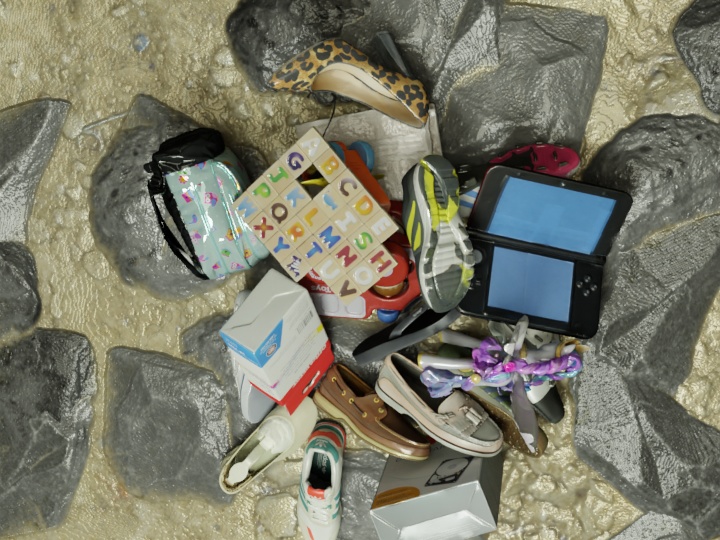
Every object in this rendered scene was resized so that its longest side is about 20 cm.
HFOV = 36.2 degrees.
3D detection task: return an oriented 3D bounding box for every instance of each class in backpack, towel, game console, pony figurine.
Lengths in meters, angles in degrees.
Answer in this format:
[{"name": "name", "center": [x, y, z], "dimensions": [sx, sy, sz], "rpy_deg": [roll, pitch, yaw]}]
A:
[{"name": "backpack", "center": [-0.204, -0.088, 1.509], "dimensions": [0.126, 0.167, 0.201], "rpy_deg": [-18, 105, 9]}, {"name": "towel", "center": [0.016, -0.153, 1.509], "dimensions": [0.199, 0.034, 0.133], "rpy_deg": [-9, 101, 13]}, {"name": "game console", "center": [0.236, -0.021, 1.427], "dimensions": [0.199, 0.119, 0.173], "rpy_deg": [12, 70, -6]}, {"name": "pony figurine", "center": [0.180, 0.123, 1.400], "dimensions": [0.199, 0.193, 0.168], "rpy_deg": [0, 107, 22]}]

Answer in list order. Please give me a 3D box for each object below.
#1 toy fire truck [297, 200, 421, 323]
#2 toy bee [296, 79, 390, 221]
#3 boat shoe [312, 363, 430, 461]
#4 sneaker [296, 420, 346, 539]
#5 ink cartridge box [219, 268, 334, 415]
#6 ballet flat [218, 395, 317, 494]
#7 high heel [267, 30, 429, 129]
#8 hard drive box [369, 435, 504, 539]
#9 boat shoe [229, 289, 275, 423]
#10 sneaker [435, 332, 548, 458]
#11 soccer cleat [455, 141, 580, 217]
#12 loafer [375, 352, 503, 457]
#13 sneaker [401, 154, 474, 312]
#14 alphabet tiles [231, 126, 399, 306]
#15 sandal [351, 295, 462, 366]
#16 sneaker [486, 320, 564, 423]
[{"name": "toy fire truck", "center": [0.000, 0.000, 1.518], "dimensions": [0.199, 0.113, 0.169], "rpy_deg": [4, 132, 5]}, {"name": "toy bee", "center": [-0.029, -0.134, 1.464], "dimensions": [0.130, 0.201, 0.109], "rpy_deg": [13, 142, -25]}, {"name": "boat shoe", "center": [0.019, 0.198, 1.545], "dimensions": [0.200, 0.072, 0.068], "rpy_deg": [30, 105, 31]}, {"name": "sneaker", "center": [-0.064, 0.326, 1.608], "dimensions": [0.070, 0.093, 0.201], "rpy_deg": [9, 104, 9]}, {"name": "ink cartridge box", "center": [-0.109, 0.104, 1.518], "dimensions": [0.067, 0.200, 0.116], "rpy_deg": [29, 67, 26]}, {"name": "ballet flat", "center": [-0.140, 0.259, 1.610], "dimensions": [0.069, 0.069, 0.200], "rpy_deg": [44, 113, -2]}, {"name": "high heel", "center": [-0.009, -0.226, 1.417], "dimensions": [0.199, 0.071, 0.143], "rpy_deg": [-21, 75, -25]}, {"name": "hard drive box", "center": [0.109, 0.295, 1.510], "dimensions": [0.155, 0.200, 0.077], "rpy_deg": [-19, 101, 14]}, {"name": "boat shoe", "center": [-0.155, 0.122, 1.598], "dimensions": [0.065, 0.073, 0.201], "rpy_deg": [23, 115, 36]}, {"name": "sneaker", "center": [0.190, 0.163, 1.522], "dimensions": [0.200, 0.090, 0.067], "rpy_deg": [37, 150, 7]}, {"name": "soccer cleat", "center": [0.196, -0.113, 1.475], "dimensions": [0.199, 0.070, 0.087], "rpy_deg": [-12, 133, 4]}, {"name": "loafer", "center": [0.106, 0.179, 1.485], "dimensions": [0.199, 0.072, 0.063], "rpy_deg": [28, 131, 25]}, {"name": "sneaker", "center": [0.096, -0.047, 1.425], "dimensions": [0.074, 0.085, 0.202], "rpy_deg": [-3, 90, -20]}, {"name": "alphabet tiles", "center": [-0.050, -0.057, 1.409], "dimensions": [0.167, 0.008, 0.200], "rpy_deg": [-40, 92, 29]}, {"name": "sandal", "center": [0.067, 0.071, 1.499], "dimensions": [0.199, 0.076, 0.043], "rpy_deg": [-29, 102, 22]}, {"name": "sneaker", "center": [0.245, 0.113, 1.507], "dimensions": [0.088, 0.074, 0.201], "rpy_deg": [-27, 97, 18]}]
